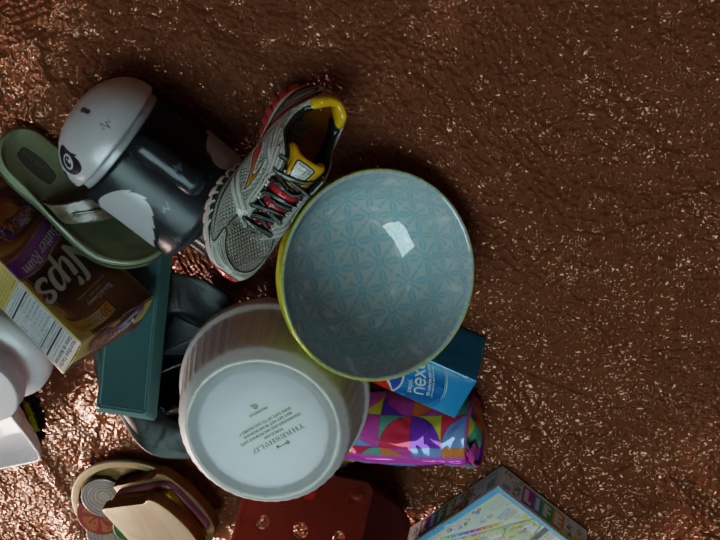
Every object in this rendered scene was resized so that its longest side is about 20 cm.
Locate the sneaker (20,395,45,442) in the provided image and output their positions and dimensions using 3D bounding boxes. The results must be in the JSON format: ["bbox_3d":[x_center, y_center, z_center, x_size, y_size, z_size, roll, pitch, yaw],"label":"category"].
[{"bbox_3d":[-0.427,0.140,1.791,0.084,0.078,0.202,7,131,12],"label":"sneaker"}]

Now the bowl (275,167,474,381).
[{"bbox_3d":[0.000,0.000,1.511,0.200,0.201,0.108,42,170,-19],"label":"bowl"}]

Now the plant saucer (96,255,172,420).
[{"bbox_3d":[-0.238,0.053,1.623,0.069,0.019,0.203,7,94,14],"label":"plant saucer"}]

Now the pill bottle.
[{"bbox_3d":[-0.358,0.056,1.619,0.112,0.201,0.114,8,130,9],"label":"pill bottle"}]

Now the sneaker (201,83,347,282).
[{"bbox_3d":[-0.078,-0.084,1.418,0.077,0.202,0.082,30,171,-26],"label":"sneaker"}]

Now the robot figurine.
[{"bbox_3d":[-0.196,-0.094,1.496,0.199,0.125,0.150,38,129,-16],"label":"robot figurine"}]

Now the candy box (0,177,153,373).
[{"bbox_3d":[-0.320,-0.003,1.570,0.200,0.116,0.057,45,130,8],"label":"candy box"}]

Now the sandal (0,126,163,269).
[{"bbox_3d":[-0.280,-0.073,1.558,0.200,0.080,0.057,36,150,-9],"label":"sandal"}]

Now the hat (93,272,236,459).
[{"bbox_3d":[-0.183,0.097,1.666,0.198,0.081,0.203,1,96,12],"label":"hat"}]

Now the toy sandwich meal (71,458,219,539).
[{"bbox_3d":[-0.264,0.309,1.885,0.203,0.071,0.207,8,130,10],"label":"toy sandwich meal"}]

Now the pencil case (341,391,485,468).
[{"bbox_3d":[0.035,0.175,1.678,0.198,0.089,0.089,-4,128,18],"label":"pencil case"}]

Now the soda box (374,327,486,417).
[{"bbox_3d":[0.025,0.073,1.605,0.198,0.068,0.064,23,131,-3],"label":"soda box"}]

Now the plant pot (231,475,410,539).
[{"bbox_3d":[-0.060,0.314,1.709,0.197,0.202,0.177,10,152,8],"label":"plant pot"}]

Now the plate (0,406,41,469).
[{"bbox_3d":[-0.449,0.136,1.738,0.199,0.032,0.201,-17,110,49],"label":"plate"}]

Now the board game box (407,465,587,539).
[{"bbox_3d":[0.144,0.317,1.794,0.134,0.034,0.200,38,129,-15],"label":"board game box"}]

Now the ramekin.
[{"bbox_3d":[-0.091,0.137,1.552,0.200,0.094,0.205,2,113,5],"label":"ramekin"}]
